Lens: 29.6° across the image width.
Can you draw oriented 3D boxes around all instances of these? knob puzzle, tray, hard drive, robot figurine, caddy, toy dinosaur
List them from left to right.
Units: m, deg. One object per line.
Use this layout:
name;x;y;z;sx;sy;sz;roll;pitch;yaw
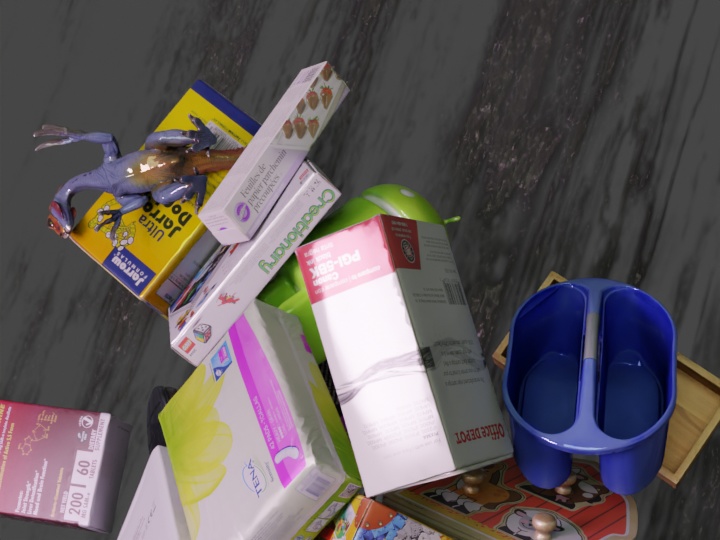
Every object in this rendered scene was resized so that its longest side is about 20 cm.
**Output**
toy dinosaur;-0.203;-0.076;1.258;0.180;0.198;0.107;-10;82;47
hard drive;-0.175;0.262;1.171;0.026;0.200;0.133;16;112;-22
robot figurine;0.000;0.000;1.258;0.199;0.117;0.175;-37;30;-19
knob puzzle;0.147;0.185;1.150;0.217;0.220;0.031;9;107;15
caddy;0.191;0.089;1.132;0.139;0.106;0.201;3;41;10
tray;0.229;0.097;1.232;0.199;0.037;0.099;34;83;21

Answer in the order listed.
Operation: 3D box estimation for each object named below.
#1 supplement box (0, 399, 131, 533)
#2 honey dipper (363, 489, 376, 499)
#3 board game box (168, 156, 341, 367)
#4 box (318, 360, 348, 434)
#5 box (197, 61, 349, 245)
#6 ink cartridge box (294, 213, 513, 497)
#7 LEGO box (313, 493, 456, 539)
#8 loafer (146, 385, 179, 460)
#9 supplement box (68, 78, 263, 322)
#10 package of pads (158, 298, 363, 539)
supplement box;-0.331;0.184;1.315;0.197;0.061;0.110;5;75;15
honey dipper;-0.005;0.241;1.242;0.038;0.038;0.202;18;73;17
board game box;-0.100;-0.014;1.237;0.035;0.126;0.200;39;94;-15
box;-0.035;0.127;1.252;0.197;0.036;0.144;-5;45;13
box;-0.076;-0.108;1.232;0.041;0.039;0.201;-12;38;46
ink cartridge box;0.037;0.067;1.077;0.082;0.146;0.202;-20;80;21
LEGO box;0.032;0.245;1.119;0.148;0.200;0.078;28;79;-10
loafer;-0.145;0.194;1.277;0.072;0.073;0.201;-9;59;-30
supplement box;-0.167;-0.063;1.329;0.109;0.109;0.201;37;84;22
package of pads;-0.090;0.147;1.128;0.155;0.068;0.201;-49;40;20
